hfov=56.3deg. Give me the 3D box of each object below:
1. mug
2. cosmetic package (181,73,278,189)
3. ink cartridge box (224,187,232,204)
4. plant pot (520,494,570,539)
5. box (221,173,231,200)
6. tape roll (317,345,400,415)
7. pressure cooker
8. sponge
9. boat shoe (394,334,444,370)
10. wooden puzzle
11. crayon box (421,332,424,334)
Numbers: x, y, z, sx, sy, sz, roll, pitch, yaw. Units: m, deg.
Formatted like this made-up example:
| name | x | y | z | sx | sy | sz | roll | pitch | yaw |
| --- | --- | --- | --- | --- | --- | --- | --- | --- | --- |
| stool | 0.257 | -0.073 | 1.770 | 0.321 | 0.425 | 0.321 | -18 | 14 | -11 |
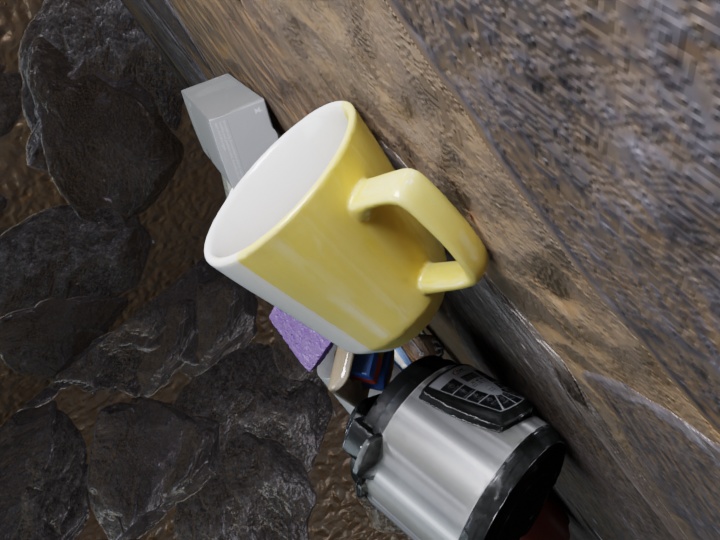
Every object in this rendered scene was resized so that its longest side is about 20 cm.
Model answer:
| name | x | y | z | sx | sy | sz | roll | pitch | yaw |
| --- | --- | --- | --- | --- | --- | --- | --- | --- | --- |
| mug | -0.008 | -0.010 | 0.491 | 0.153 | 0.149 | 0.187 | 44 | -174 | -27 |
| cosmetic package | -0.183 | -0.202 | 0.957 | 0.200 | 0.089 | 0.108 | -131 | 22 | -58 |
| ink cartridge box | -0.195 | -0.123 | 1.133 | 0.049 | 0.203 | 0.161 | 23 | 180 | -8 |
| plant pot | 0.228 | 0.395 | 1.114 | 0.195 | 0.201 | 0.201 | 43 | 177 | -9 |
| box | -0.211 | -0.124 | 1.379 | 0.128 | 0.107 | 0.203 | -140 | 38 | -69 |
| tape roll | 0.030 | 0.192 | 1.351 | 0.140 | 0.202 | 0.203 | 51 | 176 | -17 |
| pressure cooker | 0.083 | 0.189 | 0.689 | 0.199 | 0.179 | 0.177 | 31 | 157 | 34 |
| sponge | -0.074 | 0.065 | 0.995 | 0.112 | 0.030 | 0.200 | 52 | 146 | 12 |
| boat shoe | 0.090 | 0.129 | 1.023 | 0.200 | 0.072 | 0.072 | 45 | 173 | 17 |
| wooden puzzle | 0.018 | 0.055 | 0.741 | 0.046 | 0.188 | 0.200 | 10 | 164 | 9 |
| crayon box | 0.032 | 0.058 | 1.199 | 0.126 | 0.051 | 0.200 | 53 | 175 | -26 |
